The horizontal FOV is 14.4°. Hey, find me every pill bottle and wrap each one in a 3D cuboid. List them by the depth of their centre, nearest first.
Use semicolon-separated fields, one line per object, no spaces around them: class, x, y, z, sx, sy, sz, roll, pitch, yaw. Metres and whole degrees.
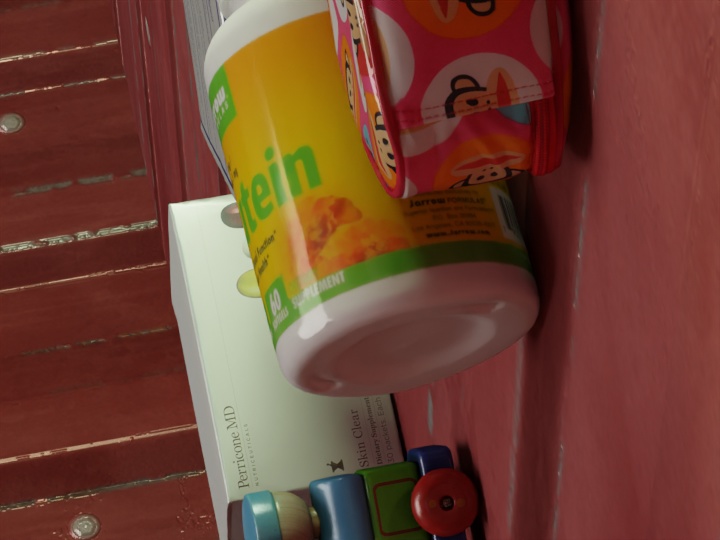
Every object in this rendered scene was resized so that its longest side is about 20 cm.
pill bottle;-0.003;-0.057;1.195;0.111;0.111;0.200;98;158;-68

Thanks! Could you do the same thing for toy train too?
toy train;0.011;0.196;1.444;0.085;0.116;0.200;158;102;-83

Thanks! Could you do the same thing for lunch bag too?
lunch bag;0.019;-0.138;1.064;0.176;0.082;0.200;-117;18;-68

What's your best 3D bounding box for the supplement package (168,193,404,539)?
supplement package;-0.049;0.068;1.767;0.156;0.111;0.200;96;162;-66

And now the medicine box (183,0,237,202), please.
medicine box;-0.031;-0.141;1.370;0.200;0.103;0.182;-123;25;-72
